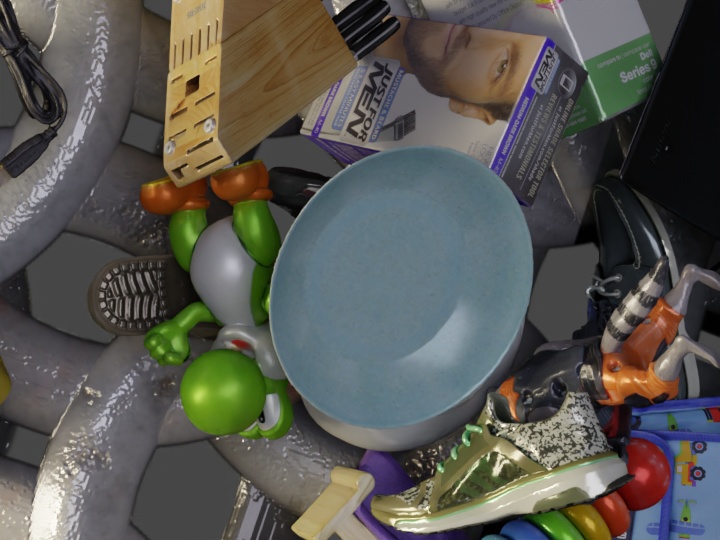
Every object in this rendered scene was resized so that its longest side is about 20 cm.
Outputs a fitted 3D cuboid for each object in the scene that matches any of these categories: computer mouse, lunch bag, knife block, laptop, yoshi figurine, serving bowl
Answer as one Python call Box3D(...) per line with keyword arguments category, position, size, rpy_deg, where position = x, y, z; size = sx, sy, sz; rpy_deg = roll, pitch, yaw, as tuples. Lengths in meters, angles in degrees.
Box3D(category="computer mouse", position=(-0.315, -0.109, 1.264), size=(0.200, 0.046, 0.141), rpy_deg=(-40, 108, -14))
Box3D(category="lunch bag", position=(0.221, 0.182, 1.360), size=(0.199, 0.094, 0.151), rpy_deg=(0, 109, -3))
Box3D(category="knife block", position=(-0.048, -0.141, 1.228), size=(0.175, 0.064, 0.201), rpy_deg=(17, 64, -37))
Box3D(category="laptop", position=(0.271, -0.115, 1.351), size=(0.116, 0.200, 0.188), rpy_deg=(22, 82, 3))
Box3D(category="yoshi figurine", position=(-0.095, 0.030, 1.213), size=(0.112, 0.112, 0.201), rpy_deg=(-16, 99, -21))
Box3D(category="serving bowl", position=(0.051, 0.051, 1.287), size=(0.200, 0.066, 0.201), rpy_deg=(-19, 124, -32))

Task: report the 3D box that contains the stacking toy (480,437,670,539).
Box3D(category="stacking toy", position=(0.149, 0.197, 1.267), size=(0.200, 0.085, 0.086), rpy_deg=(-37, 97, -16))

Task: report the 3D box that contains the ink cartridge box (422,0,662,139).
Box3D(category="ink cartridge box", position=(0.128, -0.200, 1.319), size=(0.087, 0.145, 0.201), rpy_deg=(-27, 94, -32))

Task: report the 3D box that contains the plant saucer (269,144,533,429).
Box3D(category="plant saucer", position=(0.023, 0.008, 1.189), size=(0.200, 0.039, 0.202), rpy_deg=(-9, 111, -24))

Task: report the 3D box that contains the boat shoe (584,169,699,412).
Box3D(category="boat shoe", position=(0.213, 0.021, 1.379), size=(0.062, 0.073, 0.201), rpy_deg=(-19, 98, -17))

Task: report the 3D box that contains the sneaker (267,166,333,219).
Box3D(category="sneaker", position=(0.000, 0.000, 1.302), size=(0.200, 0.076, 0.116), rpy_deg=(19, 92, -36))

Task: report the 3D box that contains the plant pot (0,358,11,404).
Box3D(category="plant pot", position=(-0.351, 0.058, 1.163), size=(0.176, 0.200, 0.200), rpy_deg=(40, 91, -29))

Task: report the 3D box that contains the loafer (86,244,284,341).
Box3D(category="loafer", position=(-0.115, 0.015, 1.298), size=(0.199, 0.068, 0.076), rpy_deg=(3, 89, -30))

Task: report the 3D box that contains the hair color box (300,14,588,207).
Box3D(category="hair color box", position=(0.058, -0.123, 1.278), size=(0.065, 0.200, 0.110), rpy_deg=(32, 79, -45))

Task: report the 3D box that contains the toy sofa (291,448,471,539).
Box3D(category="toy sofa", position=(0.052, 0.228, 1.323), size=(0.200, 0.083, 0.098), rpy_deg=(46, 79, -9))

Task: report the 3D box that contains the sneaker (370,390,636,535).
Box3D(category="sneaker", position=(0.094, 0.132, 1.223), size=(0.199, 0.077, 0.089), rpy_deg=(-16, 80, 27))

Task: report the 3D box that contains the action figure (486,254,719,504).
Box3D(category="action figure", position=(0.173, 0.056, 1.266), size=(0.193, 0.200, 0.105), rpy_deg=(-34, 120, 27))
